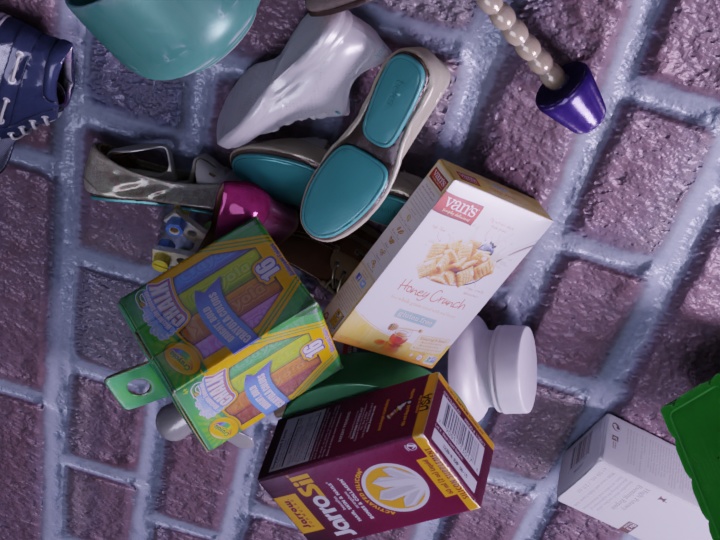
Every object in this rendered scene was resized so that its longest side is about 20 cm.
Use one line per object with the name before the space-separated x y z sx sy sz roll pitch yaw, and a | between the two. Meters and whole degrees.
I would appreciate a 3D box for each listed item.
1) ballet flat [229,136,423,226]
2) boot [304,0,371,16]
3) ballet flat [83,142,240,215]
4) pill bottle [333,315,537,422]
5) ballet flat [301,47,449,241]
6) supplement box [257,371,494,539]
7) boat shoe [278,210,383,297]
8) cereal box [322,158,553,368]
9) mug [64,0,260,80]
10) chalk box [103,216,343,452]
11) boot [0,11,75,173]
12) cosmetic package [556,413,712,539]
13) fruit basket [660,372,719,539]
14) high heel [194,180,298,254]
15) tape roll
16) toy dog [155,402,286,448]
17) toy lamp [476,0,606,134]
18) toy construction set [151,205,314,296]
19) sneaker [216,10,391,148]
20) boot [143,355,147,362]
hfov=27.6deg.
ballet flat | -0.025 -0.091 1.406 0.199 0.070 0.070 19 139 5
boot | 0.002 -0.299 1.180 0.199 0.070 0.147 -19 121 32
ballet flat | -0.179 -0.091 1.457 0.198 0.067 0.063 7 106 2
pill bottle | 0.079 0.102 1.537 0.198 0.120 0.120 -1 135 19
ballet flat | 0.016 -0.112 1.322 0.069 0.070 0.201 29 113 -14
supplement box | 0.014 0.187 1.426 0.199 0.086 0.111 -20 122 31
boat shoe | 0.000 0.000 1.486 0.198 0.074 0.076 17 139 0
cereal box | 0.072 -0.002 1.394 0.143 0.040 0.200 17 120 -40
mug | -0.157 -0.244 1.239 0.152 0.186 0.114 -36 123 14
chalk box | -0.138 0.072 1.362 0.199 0.124 0.125 -33 147 -7
boot | -0.332 -0.154 1.430 0.090 0.073 0.201 21 138 3
cosmetic package | 0.331 0.249 1.647 0.199 0.074 0.102 26 138 -9
fruit basket | 0.421 0.192 1.498 0.215 0.217 0.155 32 137 -17
high heel | -0.158 -0.017 1.425 0.200 0.068 0.096 -43 136 22
tape roll | 0.017 0.173 1.504 0.199 0.048 0.202 9 131 10
toy dog | -0.130 0.136 1.665 0.198 0.133 0.096 -2 174 26
toy lamp | 0.140 -0.194 1.247 0.058 0.058 0.200 -24 125 36
toy construction set | -0.129 0.021 1.547 0.199 0.092 0.131 29 138 2
sneaker | -0.054 -0.160 1.342 0.088 0.076 0.200 27 137 -29
boot | -0.182 0.087 1.526 0.095 0.074 0.200 18 163 -8
